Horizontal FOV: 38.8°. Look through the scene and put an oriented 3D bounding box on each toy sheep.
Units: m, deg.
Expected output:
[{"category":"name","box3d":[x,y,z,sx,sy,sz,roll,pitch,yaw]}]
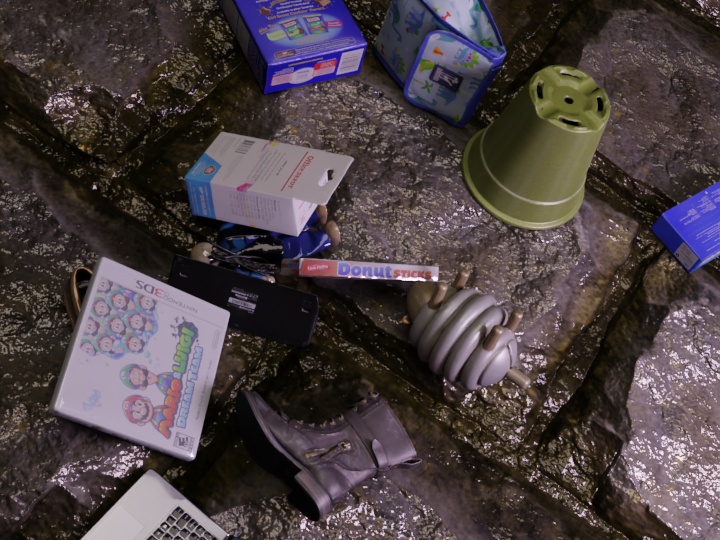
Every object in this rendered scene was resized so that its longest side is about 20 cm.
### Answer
[{"category":"toy sheep","box3d":[0.138,0.085,1.328,0.138,0.138,0.200,-35,64,-30]}]

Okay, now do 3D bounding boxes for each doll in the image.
[{"category":"doll","box3d":[-0.135,-0.041,1.382,0.200,0.048,0.137,-19,66,-20]}]

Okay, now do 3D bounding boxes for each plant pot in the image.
[{"category":"plant pot","box3d":[0.273,-0.194,1.500,0.200,0.190,0.200,7,58,-12]}]

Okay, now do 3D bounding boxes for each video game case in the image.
[{"category":"video game case","box3d":[-0.258,0.106,1.226,0.182,0.024,0.200,26,58,-27]}]

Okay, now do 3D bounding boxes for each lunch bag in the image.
[{"category":"lunch bag","box3d":[0.126,-0.340,1.561,0.127,0.170,0.200,-28,72,-28]}]

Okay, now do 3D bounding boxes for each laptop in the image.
[{"category":"laptop","box3d":[-0.214,0.323,1.099,0.200,0.116,0.187,38,57,9]}]

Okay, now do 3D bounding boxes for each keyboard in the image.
[{"category":"keyboard","box3d":[-0.148,0.025,1.330,0.200,0.104,0.040,17,15,-6]}]

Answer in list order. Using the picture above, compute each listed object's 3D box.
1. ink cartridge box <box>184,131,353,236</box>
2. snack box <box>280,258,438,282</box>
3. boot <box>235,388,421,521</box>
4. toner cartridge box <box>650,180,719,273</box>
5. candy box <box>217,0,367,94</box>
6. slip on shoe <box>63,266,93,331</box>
[{"category":"ink cartridge box","box3d":[-0.118,-0.114,1.372,0.200,0.068,0.115,12,44,16]},{"category":"snack box","box3d":[0.000,0.000,1.361,0.200,0.072,0.024,3,89,-24]},{"category":"boot","box3d":[-0.040,0.197,1.261,0.174,0.069,0.200,-30,75,-34]},{"category":"toner cartridge box","box3d":[0.556,-0.080,1.594,0.200,0.043,0.095,-26,70,-27]},{"category":"candy box","box3d":[-0.109,-0.384,1.581,0.169,0.077,0.200,-16,66,-22]},{"category":"slip on shoe","box3d":[-0.307,0.083,1.252,0.076,0.061,0.200,-17,65,-24]}]
